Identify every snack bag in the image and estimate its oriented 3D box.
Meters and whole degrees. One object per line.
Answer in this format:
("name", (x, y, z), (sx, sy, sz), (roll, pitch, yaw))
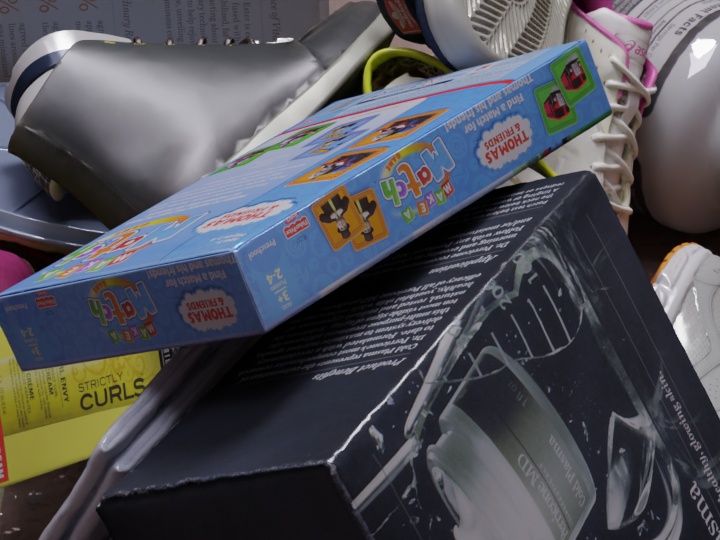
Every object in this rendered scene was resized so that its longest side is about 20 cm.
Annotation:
("snack bag", (-0.078, 0.069, 1.183), (0.021, 0.189, 0.200), (38, 46, 6))

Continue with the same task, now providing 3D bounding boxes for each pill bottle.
("pill bottle", (0.142, -0.084, 1.433), (0.199, 0.111, 0.111), (26, 45, 34))

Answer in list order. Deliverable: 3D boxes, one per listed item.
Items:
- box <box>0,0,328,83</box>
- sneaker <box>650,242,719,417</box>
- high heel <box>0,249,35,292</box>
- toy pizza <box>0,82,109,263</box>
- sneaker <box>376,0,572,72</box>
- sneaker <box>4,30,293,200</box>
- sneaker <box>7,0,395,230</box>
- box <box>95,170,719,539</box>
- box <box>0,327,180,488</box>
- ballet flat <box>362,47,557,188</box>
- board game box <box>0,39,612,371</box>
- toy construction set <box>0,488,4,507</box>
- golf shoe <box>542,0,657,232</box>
("box", (-0.117, -0.169, 1.531), (0.199, 0.153, 0.107), (-1, 35, 0))
("sneaker", (0.143, 0.067, 1.275), (0.092, 0.076, 0.200), (26, 39, 4))
("high heel", (-0.215, 0.004, 1.351), (0.096, 0.068, 0.200), (13, 11, -34))
("toy pizza", (-0.133, -0.042, 1.433), (0.199, 0.032, 0.200), (9, 22, -4))
("sneaker", (0.041, -0.118, 1.274), (0.084, 0.075, 0.200), (-20, 12, 21))
("sneaker", (-0.066, -0.060, 1.391), (0.199, 0.077, 0.081), (-1, 39, -20))
("sneaker", (-0.064, -0.085, 1.320), (0.106, 0.075, 0.200), (34, 43, 10))
("box", (0.040, 0.103, 1.085), (0.124, 0.201, 0.197), (-12, 24, 43))
("box", (-0.130, 0.042, 1.238), (0.050, 0.076, 0.200), (-6, 4, 31))
("ballet flat", (0.054, -0.031, 1.261), (0.067, 0.067, 0.200), (-35, 46, -2))
("board game box", (-0.022, -0.025, 1.125), (0.200, 0.037, 0.151), (-31, 14, -39))
("toy construction set", (-0.228, 0.047, 1.277), (0.199, 0.092, 0.131), (25, 72, 31))
("golf shoe", (0.098, -0.068, 1.349), (0.091, 0.075, 0.201), (-25, 69, 23))
